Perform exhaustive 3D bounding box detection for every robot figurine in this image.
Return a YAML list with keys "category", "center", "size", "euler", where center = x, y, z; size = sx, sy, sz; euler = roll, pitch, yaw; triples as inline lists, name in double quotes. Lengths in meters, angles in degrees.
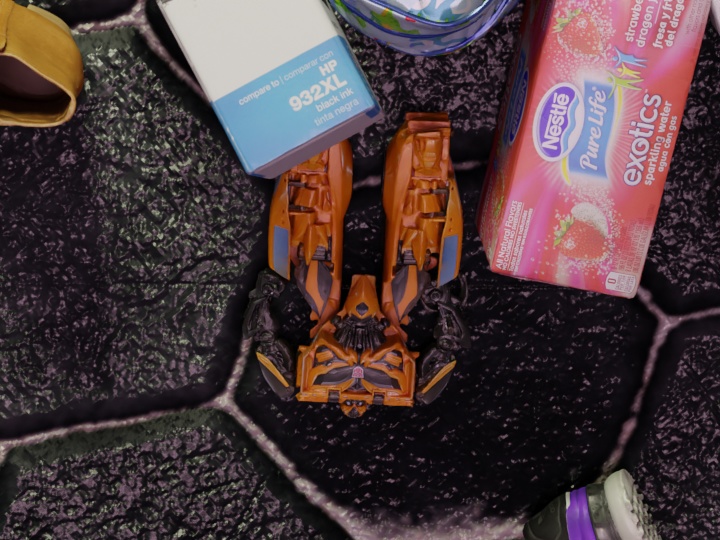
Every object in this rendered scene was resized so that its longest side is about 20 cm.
- category: "robot figurine"
  center: [0.000, 0.000, 1.617]
  size: [0.144, 0.058, 0.201]
  euler: [2, 108, -2]

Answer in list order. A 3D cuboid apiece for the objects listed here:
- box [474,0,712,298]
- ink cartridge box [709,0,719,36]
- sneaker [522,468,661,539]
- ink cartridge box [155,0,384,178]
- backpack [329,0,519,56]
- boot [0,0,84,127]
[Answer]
- category: "box"
  center: [0.138, -0.097, 1.572]
  size: [0.095, 0.100, 0.201]
  euler: [11, 108, -7]
- category: "ink cartridge box"
  center: [0.230, -0.248, 1.562]
  size: [0.094, 0.037, 0.201]
  euler: [-19, 111, 3]
- category: "sneaker"
  center: [0.163, 0.231, 1.705]
  size: [0.099, 0.070, 0.201]
  euler: [-20, 104, 10]
- category: "ink cartridge box"
  center: [-0.069, -0.159, 1.488]
  size: [0.083, 0.145, 0.201]
  euler: [-28, 90, 4]
- category: "backpack"
  center: [0.050, -0.223, 1.504]
  size: [0.163, 0.154, 0.201]
  euler: [26, 113, -6]
- category: "boot"
  center: [-0.255, -0.141, 1.510]
  size: [0.200, 0.144, 0.071]
  euler: [17, 106, -9]
